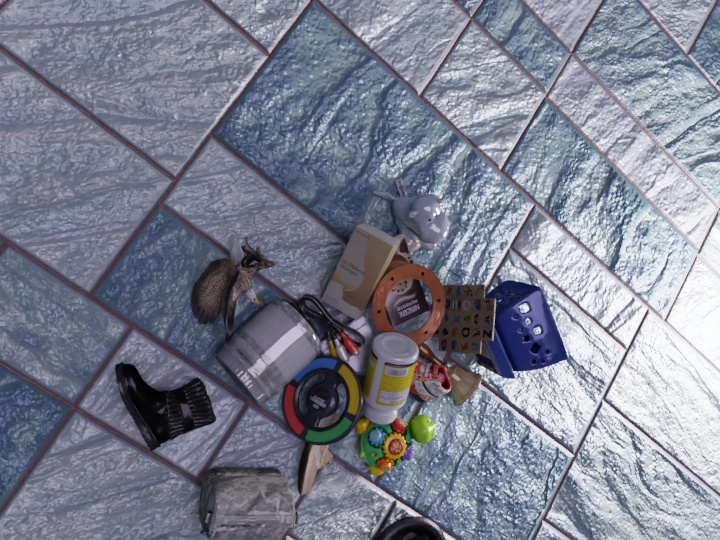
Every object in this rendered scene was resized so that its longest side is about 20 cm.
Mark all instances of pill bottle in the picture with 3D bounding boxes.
[{"bbox_3d":[0.063,0.254,1.537,0.110,0.111,0.202,0,120,-22],"label":"pill bottle"}]

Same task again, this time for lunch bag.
[{"bbox_3d":[-0.246,0.510,1.421,0.198,0.167,0.141,9,85,-22],"label":"lunch bag"}]

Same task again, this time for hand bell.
[{"bbox_3d":[0.201,0.237,1.674,0.200,0.104,0.104,42,74,-3],"label":"hand bell"}]

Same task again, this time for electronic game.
[{"bbox_3d":[-0.087,0.294,1.504,0.198,0.042,0.202,-6,71,19],"label":"electronic game"}]

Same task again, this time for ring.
[{"bbox_3d":[0.114,0.083,1.573,0.199,0.019,0.203,-4,100,-25],"label":"ring"}]

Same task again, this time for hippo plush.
[{"bbox_3d":[0.163,-0.143,1.615,0.158,0.161,0.201,-28,99,-21],"label":"hippo plush"}]

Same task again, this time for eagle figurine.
[{"bbox_3d":[-0.276,0.038,1.424,0.151,0.152,0.200,42,75,4],"label":"eagle figurine"}]

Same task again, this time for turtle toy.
[{"bbox_3d":[0.087,0.408,1.599,0.199,0.101,0.147,-21,96,-22],"label":"turtle toy"}]

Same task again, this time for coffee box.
[{"bbox_3d":[0.077,0.024,1.617,0.112,0.080,0.202,-23,97,-21],"label":"coffee box"}]

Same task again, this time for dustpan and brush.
[{"bbox_3d":[0.001,0.225,1.602,0.139,0.057,0.201,-32,94,-8],"label":"dustpan and brush"}]

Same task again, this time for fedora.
[{"bbox_3d":[0.105,0.679,1.604,0.199,0.091,0.203,1,88,-23],"label":"fedora"}]

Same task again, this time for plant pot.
[{"bbox_3d":[0.375,0.155,1.674,0.179,0.200,0.201,-25,99,-9],"label":"plant pot"}]

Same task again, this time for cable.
[{"bbox_3d":[-0.065,0.135,1.526,0.201,0.097,0.050,53,31,-9],"label":"cable"}]

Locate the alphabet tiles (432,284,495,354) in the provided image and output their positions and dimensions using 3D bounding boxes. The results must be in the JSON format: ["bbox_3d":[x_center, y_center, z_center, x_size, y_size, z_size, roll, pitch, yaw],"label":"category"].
[{"bbox_3d":[0.249,0.118,1.625,0.006,0.199,0.168,10,82,-41],"label":"alphabet tiles"}]

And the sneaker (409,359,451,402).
[{"bbox_3d":[0.138,0.235,1.613,0.202,0.107,0.067,50,40,-18],"label":"sneaker"}]

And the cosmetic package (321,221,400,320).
[{"bbox_3d":[0.000,0.000,1.528,0.105,0.071,0.201,28,108,9],"label":"cosmetic package"}]

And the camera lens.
[{"bbox_3d":[-0.197,0.174,1.456,0.200,0.160,0.160,-41,103,-18],"label":"camera lens"}]

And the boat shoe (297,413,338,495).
[{"bbox_3d":[-0.096,0.424,1.537,0.069,0.074,0.202,16,82,-15],"label":"boat shoe"}]

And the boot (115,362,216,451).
[{"bbox_3d":[-0.413,0.262,1.405,0.157,0.079,0.213,-26,109,-14],"label":"boot"}]
